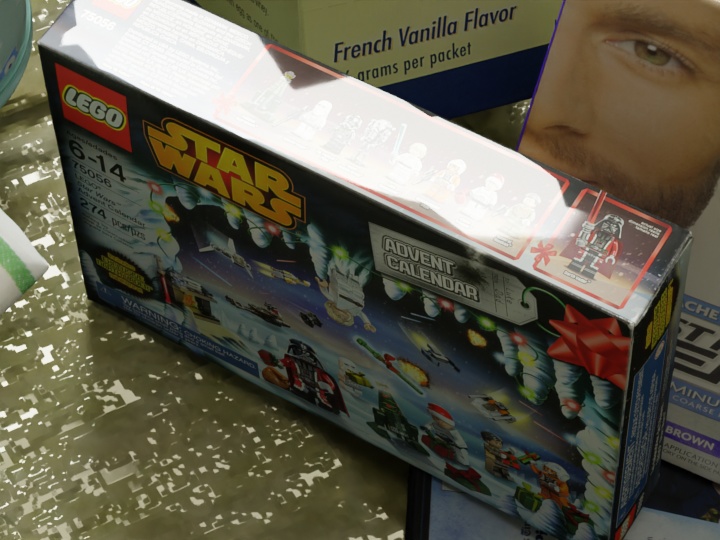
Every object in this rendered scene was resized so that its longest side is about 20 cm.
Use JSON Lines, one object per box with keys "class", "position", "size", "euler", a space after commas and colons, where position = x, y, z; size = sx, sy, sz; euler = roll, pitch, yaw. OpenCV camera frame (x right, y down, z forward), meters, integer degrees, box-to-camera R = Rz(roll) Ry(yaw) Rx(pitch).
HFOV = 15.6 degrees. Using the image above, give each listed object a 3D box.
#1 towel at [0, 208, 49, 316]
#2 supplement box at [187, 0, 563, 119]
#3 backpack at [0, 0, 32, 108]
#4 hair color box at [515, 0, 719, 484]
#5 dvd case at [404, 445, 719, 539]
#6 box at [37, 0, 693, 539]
{"class": "towel", "position": [-0.204, 0.009, 0.721], "size": [0.200, 0.023, 0.153], "euler": [-42, 94, -18]}
{"class": "supplement box", "position": [-0.002, -0.178, 0.855], "size": [0.134, 0.201, 0.200], "euler": [-16, 31, -20]}
{"class": "backpack", "position": [-0.199, -0.113, 0.844], "size": [0.175, 0.154, 0.200], "euler": [-25, 62, -22]}
{"class": "hair color box", "position": [0.101, -0.027, 0.791], "size": [0.109, 0.201, 0.065], "euler": [22, 50, 6]}
{"class": "dvd case", "position": [0.111, 0.111, 0.832], "size": [0.199, 0.018, 0.143], "euler": [8, 56, -6]}
{"class": "box", "position": [0.000, 0.000, 0.797], "size": [0.199, 0.137, 0.040], "euler": [26, 59, 18]}
